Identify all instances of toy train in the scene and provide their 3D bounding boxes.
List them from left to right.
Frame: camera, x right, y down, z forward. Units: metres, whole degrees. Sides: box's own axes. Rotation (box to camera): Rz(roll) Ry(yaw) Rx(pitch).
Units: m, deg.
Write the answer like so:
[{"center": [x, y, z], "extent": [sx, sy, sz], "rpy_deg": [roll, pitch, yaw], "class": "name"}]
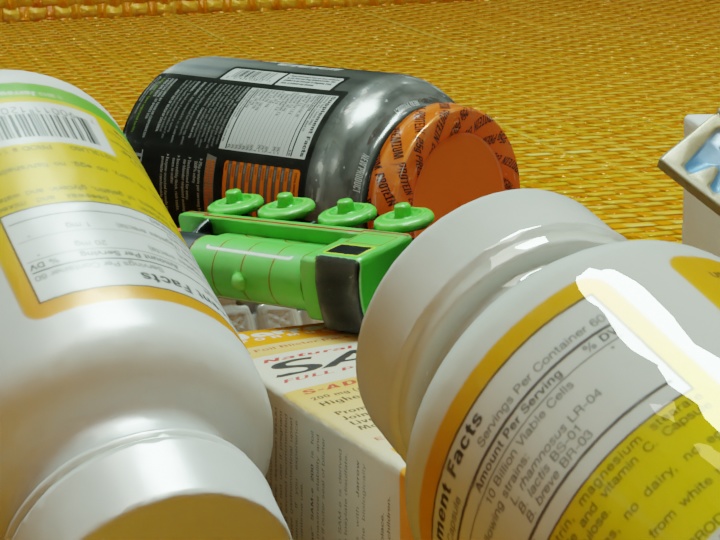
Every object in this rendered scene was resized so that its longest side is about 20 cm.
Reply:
[{"center": [0.000, 0.000, 0.814], "extent": [0.199, 0.042, 0.056], "rpy_deg": [6, 23, 43], "class": "toy train"}]

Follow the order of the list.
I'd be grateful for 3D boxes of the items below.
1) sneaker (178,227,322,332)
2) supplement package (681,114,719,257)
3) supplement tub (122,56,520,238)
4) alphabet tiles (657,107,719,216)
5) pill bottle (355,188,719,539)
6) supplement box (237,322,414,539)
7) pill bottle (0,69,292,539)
[{"center": [-0.093, 0.015, 1.024], "extent": [0.198, 0.078, 0.082], "rpy_deg": [-4, 6, -15], "class": "sneaker"}, {"center": [0.210, 0.005, 0.928], "extent": [0.116, 0.118, 0.200], "rpy_deg": [-3, 13, -7], "class": "supplement package"}, {"center": [-0.022, -0.044, 1.173], "extent": [0.199, 0.124, 0.122], "rpy_deg": [11, 17, 43], "class": "supplement tub"}, {"center": [0.233, -0.024, 0.813], "extent": [0.167, 0.008, 0.200], "rpy_deg": [-37, 64, -27], "class": "alphabet tiles"}, {"center": [0.079, 0.062, 0.548], "extent": [0.112, 0.114, 0.200], "rpy_deg": [-8, 33, -28], "class": "pill bottle"}, {"center": [0.034, 0.068, 0.748], "extent": [0.125, 0.074, 0.200], "rpy_deg": [-6, 12, -23], "class": "supplement box"}, {"center": [-0.093, 0.035, 0.711], "extent": [0.110, 0.112, 0.200], "rpy_deg": [-6, 39, -24], "class": "pill bottle"}]
